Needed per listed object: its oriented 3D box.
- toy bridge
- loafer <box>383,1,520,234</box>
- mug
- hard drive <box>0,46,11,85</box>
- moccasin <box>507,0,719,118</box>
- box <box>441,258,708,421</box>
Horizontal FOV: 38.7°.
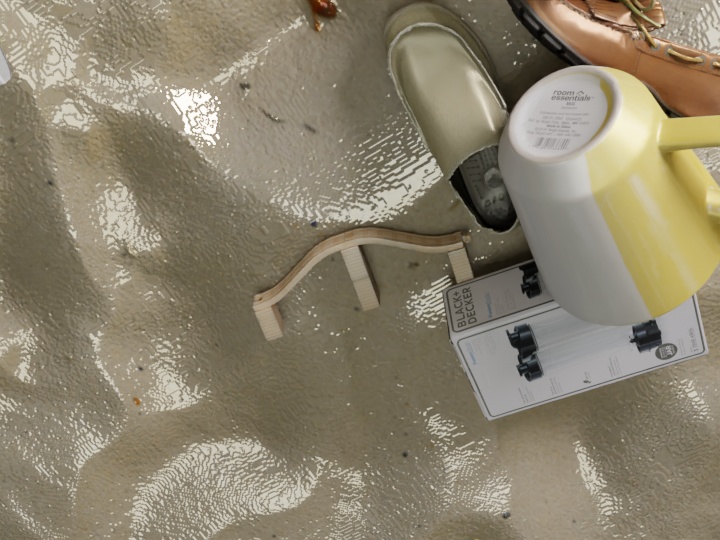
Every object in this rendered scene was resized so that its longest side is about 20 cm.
[{"bbox_3d":[0.000,0.000,0.870,0.197,0.027,0.068,-18,116,9],"label":"toy bridge"},{"bbox_3d":[0.083,-0.111,0.784,0.075,0.069,0.201,-28,114,16],"label":"loafer"},{"bbox_3d":[0.187,-0.073,0.733,0.185,0.151,0.153,-31,134,13],"label":"mug"},{"bbox_3d":[-0.386,-0.182,0.785,0.196,0.026,0.134,-14,117,9],"label":"hard drive"},{"bbox_3d":[0.197,-0.172,0.748,0.199,0.074,0.079,25,107,-8],"label":"moccasin"},{"bbox_3d":[0.178,0.043,0.855,0.197,0.061,0.117,-20,130,12],"label":"box"}]
